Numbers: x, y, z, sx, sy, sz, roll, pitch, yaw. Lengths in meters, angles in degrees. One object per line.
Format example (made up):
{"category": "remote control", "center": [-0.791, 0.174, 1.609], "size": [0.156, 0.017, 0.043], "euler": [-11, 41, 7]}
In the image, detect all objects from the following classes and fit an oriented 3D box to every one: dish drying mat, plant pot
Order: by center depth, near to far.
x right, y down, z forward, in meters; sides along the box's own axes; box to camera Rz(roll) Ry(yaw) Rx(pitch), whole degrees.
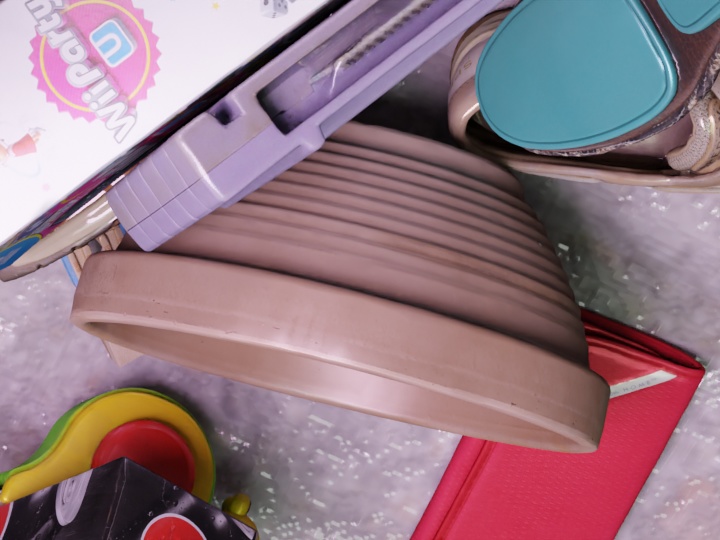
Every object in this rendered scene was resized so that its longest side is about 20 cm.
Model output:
{"category": "plant pot", "center": [0.000, 0.000, 0.953], "size": [0.201, 0.201, 0.093], "euler": [14, 82, -2]}
{"category": "dish drying mat", "center": [0.067, 0.104, 1.072], "size": [0.077, 0.018, 0.200], "euler": [21, 118, -7]}

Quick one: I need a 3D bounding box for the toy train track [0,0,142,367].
{"category": "toy train track", "center": [-0.123, -0.051, 0.994], "size": [0.115, 0.033, 0.200], "euler": [-29, 123, -12]}

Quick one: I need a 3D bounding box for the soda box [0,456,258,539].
{"category": "soda box", "center": [-0.130, 0.135, 1.011], "size": [0.071, 0.063, 0.200], "euler": [32, 144, -29]}

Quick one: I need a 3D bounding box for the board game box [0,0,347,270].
{"category": "board game box", "center": [-0.067, -0.079, 0.840], "size": [0.200, 0.148, 0.064], "euler": [-36, 93, 6]}

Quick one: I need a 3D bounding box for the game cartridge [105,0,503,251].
{"category": "game cartridge", "center": [0.011, -0.079, 0.844], "size": [0.200, 0.130, 0.038], "euler": [-39, 90, -16]}

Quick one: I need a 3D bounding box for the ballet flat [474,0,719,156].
{"category": "ballet flat", "center": [0.112, -0.092, 0.852], "size": [0.068, 0.075, 0.200], "euler": [63, 150, 8]}

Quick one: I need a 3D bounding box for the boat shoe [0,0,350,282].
{"category": "boat shoe", "center": [-0.072, -0.080, 0.950], "size": [0.200, 0.076, 0.074], "euler": [-41, 97, 6]}

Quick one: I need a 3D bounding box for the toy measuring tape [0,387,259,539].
{"category": "toy measuring tape", "center": [-0.127, 0.067, 1.035], "size": [0.200, 0.074, 0.074], "euler": [25, 118, -15]}

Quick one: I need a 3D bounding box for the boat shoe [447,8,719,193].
{"category": "boat shoe", "center": [0.131, -0.057, 0.950], "size": [0.200, 0.065, 0.072], "euler": [4, 119, 3]}
